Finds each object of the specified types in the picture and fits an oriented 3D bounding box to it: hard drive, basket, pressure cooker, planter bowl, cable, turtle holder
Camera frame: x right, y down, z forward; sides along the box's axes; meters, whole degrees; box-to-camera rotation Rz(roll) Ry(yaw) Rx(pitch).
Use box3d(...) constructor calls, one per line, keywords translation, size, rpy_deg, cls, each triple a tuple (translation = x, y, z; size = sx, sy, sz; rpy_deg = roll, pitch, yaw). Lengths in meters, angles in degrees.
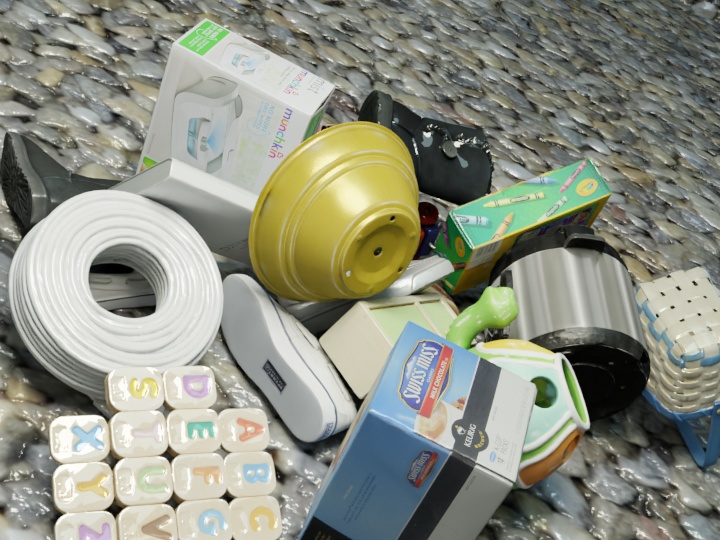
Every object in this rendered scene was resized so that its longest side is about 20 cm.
box3d(translation=(-0.150, -0.054, 1.021), size=(0.199, 0.131, 0.026), rpy_deg=(23, 63, -39), cls="hard drive")
box3d(translation=(0.388, 0.114, 1.164), size=(0.138, 0.201, 0.177), rpy_deg=(-12, 46, -9), cls="basket")
box3d(translation=(0.233, 0.056, 1.131), size=(0.179, 0.175, 0.201), rpy_deg=(41, 36, -38), cls="pressure cooker")
box3d(translation=(-0.003, -0.036, 0.951), size=(0.199, 0.202, 0.083), rpy_deg=(-7, 34, -38), cls="planter bowl")
box3d(translation=(-0.227, 0.021, 0.918), size=(0.199, 0.069, 0.201), rpy_deg=(36, 51, -13), cls="cable")
box3d(translation=(0.152, 0.126, 0.988), size=(0.141, 0.131, 0.186), rpy_deg=(49, 27, -39), cls="turtle holder")

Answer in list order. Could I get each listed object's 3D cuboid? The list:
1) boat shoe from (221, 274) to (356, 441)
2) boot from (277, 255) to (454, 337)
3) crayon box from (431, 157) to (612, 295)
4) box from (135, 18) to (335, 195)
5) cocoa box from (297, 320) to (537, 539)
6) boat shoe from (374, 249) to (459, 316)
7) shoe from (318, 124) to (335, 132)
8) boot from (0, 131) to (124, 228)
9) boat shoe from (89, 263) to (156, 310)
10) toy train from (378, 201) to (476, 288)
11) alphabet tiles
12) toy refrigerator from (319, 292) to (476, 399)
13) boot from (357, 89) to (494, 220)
box3d(translation=(-0.076, 0.087, 0.999), size=(0.065, 0.074, 0.201), rpy_deg=(-5, 55, -49), cls="boat shoe")
box3d(translation=(0.000, 0.000, 1.080), size=(0.199, 0.074, 0.096), rpy_deg=(-22, 83, -14), cls="boot")
box3d(translation=(0.191, -0.052, 1.175), size=(0.199, 0.119, 0.059), rpy_deg=(-21, 67, -19), cls="crayon box")
box3d(translation=(-0.149, -0.158, 1.148), size=(0.176, 0.201, 0.097), rpy_deg=(28, 36, 1), cls="box")
box3d(translation=(0.045, 0.174, 0.856), size=(0.131, 0.201, 0.134), rpy_deg=(27, 36, 2), cls="cocoa box")
box3d(translation=(0.029, 0.012, 1.166), size=(0.199, 0.072, 0.072), rpy_deg=(25, 28, -10), cls="boat shoe")
box3d(translation=(-0.080, -0.161, 1.287), size=(0.199, 0.091, 0.072), rpy_deg=(25, 35, -3), cls="shoe")
box3d(translation=(-0.285, -0.092, 1.090), size=(0.199, 0.066, 0.165), rpy_deg=(0, 36, -34), cls="boot")
box3d(translation=(-0.237, -0.004, 1.014), size=(0.074, 0.066, 0.199), rpy_deg=(43, 38, 23), cls="boat shoe")
box3d(translation=(0.044, -0.034, 1.228), size=(0.115, 0.085, 0.200), rpy_deg=(-23, 62, -31), cls="toy train")
box3d(translation=(-0.160, 0.176, 0.822), size=(0.194, 0.015, 0.201), rpy_deg=(3, 63, -30), cls="alphabet tiles")
box3d(translation=(0.047, 0.073, 1.034), size=(0.076, 0.070, 0.200), rpy_deg=(53, 22, 17), cls="toy refrigerator")
box3d(translation=(0.077, -0.102, 1.127), size=(0.167, 0.076, 0.201), rpy_deg=(18, 56, -22), cls="boot")
